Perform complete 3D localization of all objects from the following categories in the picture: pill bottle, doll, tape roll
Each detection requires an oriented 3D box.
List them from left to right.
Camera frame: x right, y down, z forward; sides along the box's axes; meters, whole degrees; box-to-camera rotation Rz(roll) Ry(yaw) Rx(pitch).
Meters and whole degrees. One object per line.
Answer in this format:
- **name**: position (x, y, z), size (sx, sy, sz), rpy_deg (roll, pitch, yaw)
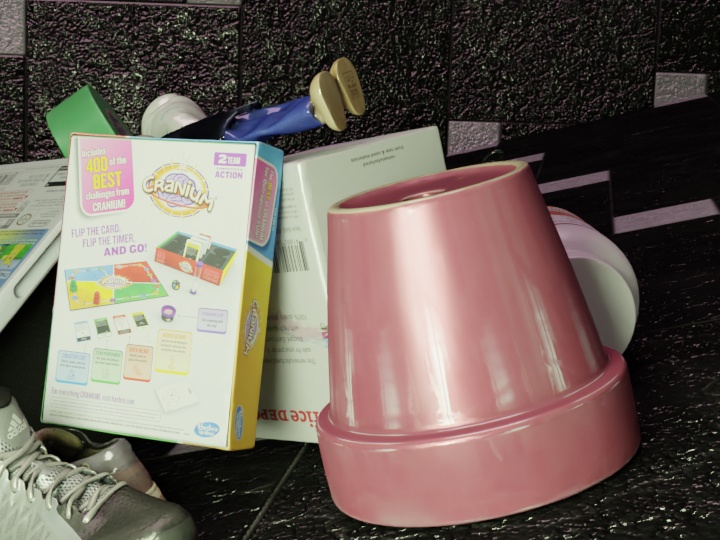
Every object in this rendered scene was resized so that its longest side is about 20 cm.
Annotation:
- **tape roll**: position (-0.200, -0.069, 1.186), size (0.048, 0.201, 0.200), rpy_deg (-36, 10, -1)
- **doll**: position (-0.094, -0.100, 0.987), size (0.198, 0.049, 0.137), rpy_deg (-16, 15, 26)
- **pill bottle**: position (0.149, 0.017, 1.018), size (0.111, 0.114, 0.200), rpy_deg (-12, 9, 2)

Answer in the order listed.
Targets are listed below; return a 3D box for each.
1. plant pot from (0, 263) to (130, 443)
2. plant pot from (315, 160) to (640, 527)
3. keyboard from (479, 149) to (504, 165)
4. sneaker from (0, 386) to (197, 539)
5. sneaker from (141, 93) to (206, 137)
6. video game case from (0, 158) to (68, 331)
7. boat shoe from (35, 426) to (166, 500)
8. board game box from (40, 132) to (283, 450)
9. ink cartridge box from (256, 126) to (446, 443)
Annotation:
- **plant pot**: position (-0.292, 0.071, 1.101), size (0.198, 0.202, 0.177), rpy_deg (-5, 25, 38)
- **plant pot**: position (0.059, 0.035, 0.817), size (0.197, 0.182, 0.200), rpy_deg (-12, 10, 2)
- **keyboard**: position (0.080, -0.020, 1.025), size (0.039, 0.106, 0.200), rpy_deg (9, -20, -3)
- **sneaker**: position (-0.194, 0.127, 0.811), size (0.198, 0.117, 0.075), rpy_deg (-8, 10, 30)
- **sneaker**: position (-0.111, -0.052, 1.109), size (0.070, 0.201, 0.080), rpy_deg (-39, 28, -8)
- **video game case**: position (-0.286, -0.015, 1.014), size (0.198, 0.022, 0.183), rpy_deg (0, 47, 45)
- **boat shoe**: position (-0.209, 0.140, 0.920), size (0.071, 0.066, 0.198), rpy_deg (-21, 12, -42)
- **board game box**: position (-0.135, 0.012, 0.909), size (0.151, 0.203, 0.040), rpy_deg (5, -2, 23)
- **ink cartridge box**: position (-0.018, 0.012, 1.001), size (0.145, 0.203, 0.146), rpy_deg (-19, 10, -41)
